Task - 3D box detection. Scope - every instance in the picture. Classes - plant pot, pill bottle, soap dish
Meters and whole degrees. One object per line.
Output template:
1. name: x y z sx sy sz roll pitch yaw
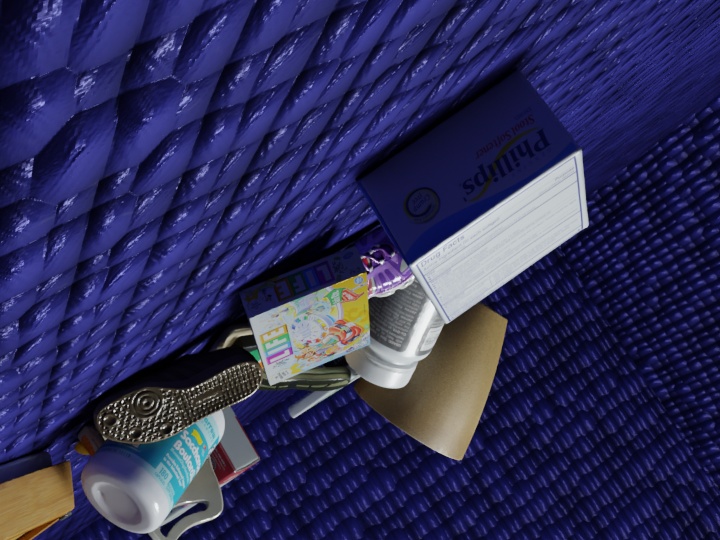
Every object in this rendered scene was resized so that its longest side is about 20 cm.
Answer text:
1. plant pot: 0.117 0.129 1.470 0.202 0.185 0.186 -59 171 3
2. pill bottle: -0.234 0.202 1.238 0.111 0.111 0.201 -40 -168 46
3. pill bottle: 0.058 0.044 1.339 0.113 0.113 0.202 -22 141 -59
4. soap dish: -0.419 0.283 1.151 0.156 0.082 0.200 -35 172 10

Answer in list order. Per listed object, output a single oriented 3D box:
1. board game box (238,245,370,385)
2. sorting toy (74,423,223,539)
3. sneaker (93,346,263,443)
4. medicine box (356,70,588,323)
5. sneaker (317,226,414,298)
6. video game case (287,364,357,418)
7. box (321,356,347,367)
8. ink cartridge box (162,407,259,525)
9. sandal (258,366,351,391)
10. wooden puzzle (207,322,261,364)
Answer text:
1. board game box: -0.057 0.055 1.163 0.132 0.035 0.201 -22 155 -8
2. sorting toy: -0.260 0.260 1.342 0.106 0.182 0.199 -37 172 34
3. sneaker: -0.212 0.139 1.194 0.197 0.072 0.075 -15 -157 -21
4. medicine box: 0.115 -0.063 0.997 0.181 0.104 0.200 -34 157 2
5. sneaker: 0.000 0.000 1.215 0.198 0.081 0.084 -33 168 -6
6. video game case: 0.000 0.151 1.630 0.199 0.022 0.181 -38 173 38
7. box: 0.020 0.053 1.571 0.147 0.105 0.200 -29 172 -40
8. ink cartridge box: -0.279 0.291 1.629 0.199 0.147 0.083 -37 171 23
9. sandal: -0.111 0.138 1.496 0.197 0.058 0.080 5 161 -20
10. wooden puzzle: -0.109 0.098 1.349 0.197 0.038 0.185 -12 164 -25
